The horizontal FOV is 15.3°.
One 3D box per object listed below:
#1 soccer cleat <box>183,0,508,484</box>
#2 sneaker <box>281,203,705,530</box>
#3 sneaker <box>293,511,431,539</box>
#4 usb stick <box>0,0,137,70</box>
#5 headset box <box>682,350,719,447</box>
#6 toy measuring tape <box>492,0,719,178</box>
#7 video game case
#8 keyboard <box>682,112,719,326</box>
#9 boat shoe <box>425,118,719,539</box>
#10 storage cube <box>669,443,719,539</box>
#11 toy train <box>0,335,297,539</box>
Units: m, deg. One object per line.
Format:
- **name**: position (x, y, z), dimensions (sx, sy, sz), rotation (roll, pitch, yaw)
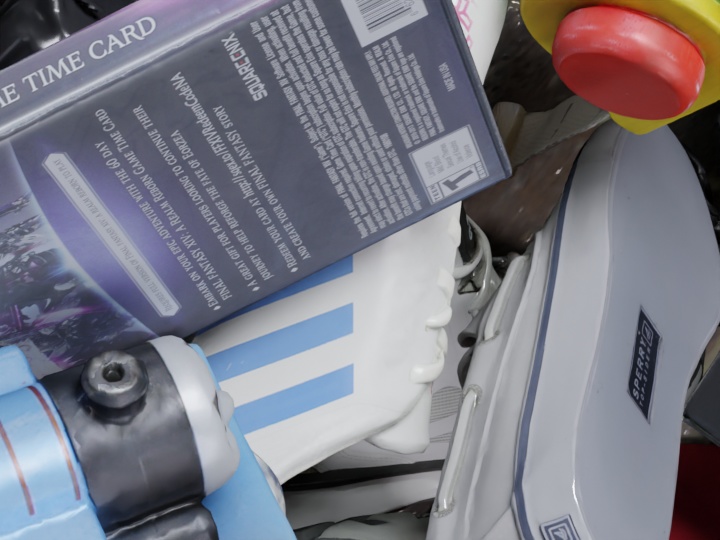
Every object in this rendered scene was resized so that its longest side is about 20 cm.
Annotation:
- **soccer cleat**: position (0.000, 0.000, 0.765), dimensions (0.200, 0.086, 0.070), rotation (-57, -177, 6)
- **sneaker**: position (0.042, 0.015, 0.857), dimensions (0.200, 0.076, 0.116), rotation (-14, 139, -31)
- **sneaker**: position (-0.020, 0.137, 0.868), dimensions (0.075, 0.080, 0.200), rotation (-2, 155, -29)
- **usb stick**: position (-0.122, -0.003, 0.672), dimensions (0.200, 0.033, 0.055), rotation (-40, 151, 28)
- **headset box**: position (0.229, 0.046, 0.936), dimensions (0.093, 0.174, 0.200), rotation (-60, 165, 24)
- **toy measuring tape**: position (0.063, -0.071, 0.756), dimensions (0.073, 0.074, 0.200), rotation (-21, 179, -27)
- **video game case**: position (-0.064, -0.012, 0.647), dimensions (0.199, 0.019, 0.143), rotation (-26, 156, 1)
- **keyboard**: position (0.141, -0.043, 0.918), dimensions (0.104, 0.040, 0.200), rotation (-48, 160, -3)
- **boat shoe**: position (0.059, 0.022, 0.791), dimensions (0.065, 0.200, 0.074), rotation (-20, 116, 28)
- **storage cube**: position (0.110, 0.179, 1.013), dimensions (0.171, 0.180, 0.200), rotation (11, 120, -49)
- **toy train**: position (-0.111, 0.076, 0.658), dimensions (0.199, 0.087, 0.114), rotation (-19, 150, -14)
